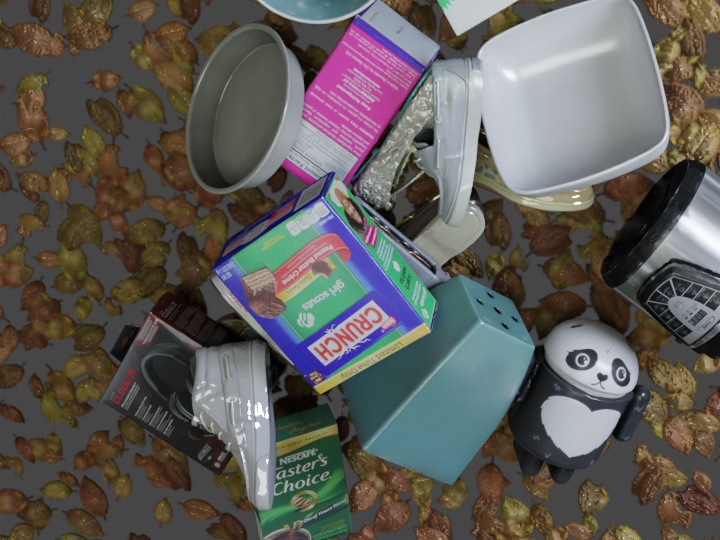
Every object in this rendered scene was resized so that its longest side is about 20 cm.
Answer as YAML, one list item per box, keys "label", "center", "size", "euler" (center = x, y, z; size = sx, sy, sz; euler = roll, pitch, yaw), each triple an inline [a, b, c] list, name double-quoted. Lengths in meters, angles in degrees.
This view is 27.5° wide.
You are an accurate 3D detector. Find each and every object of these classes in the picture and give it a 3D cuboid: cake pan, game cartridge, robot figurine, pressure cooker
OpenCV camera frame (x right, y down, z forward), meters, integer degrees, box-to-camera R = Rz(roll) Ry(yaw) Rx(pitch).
- label: "cake pan"
  center: [-0.131, -0.183, 1.696]
  size: [0.037, 0.201, 0.201]
  euler: [14, 122, -39]
- label: "game cartridge"
  center: [0.000, 0.000, 1.723]
  size: [0.200, 0.042, 0.133]
  euler: [38, 115, -23]
- label: "robot figurine"
  center: [0.250, 0.154, 1.746]
  size: [0.125, 0.150, 0.201]
  euler: [39, 119, 32]
- label: "pressure cooker"
  center: [0.390, -0.004, 1.627]
  size: [0.199, 0.176, 0.179]
  euler: [37, 90, -3]

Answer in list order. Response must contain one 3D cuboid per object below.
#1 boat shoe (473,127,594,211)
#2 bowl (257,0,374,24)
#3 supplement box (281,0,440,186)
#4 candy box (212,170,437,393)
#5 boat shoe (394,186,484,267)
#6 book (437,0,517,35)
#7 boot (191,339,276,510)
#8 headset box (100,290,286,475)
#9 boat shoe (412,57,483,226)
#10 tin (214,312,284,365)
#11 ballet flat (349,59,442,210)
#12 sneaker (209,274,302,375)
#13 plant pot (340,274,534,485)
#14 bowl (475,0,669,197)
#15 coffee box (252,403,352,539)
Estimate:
- label: "boat shoe"
  center: [0.175, -0.121, 1.688]
  size: [0.198, 0.073, 0.063]
  euler: [17, 116, 8]
- label: "bowl"
  center: [-0.042, -0.382, 1.624]
  size: [0.199, 0.105, 0.202]
  euler: [5, 112, 12]
- label: "supplement box"
  center: [-0.009, -0.195, 1.689]
  size: [0.103, 0.101, 0.200]
  euler: [36, 115, -3]
- label: "candy box"
  center: [-0.038, 0.018, 1.658]
  size: [0.169, 0.077, 0.200]
  euler: [-32, 110, 26]
- label: "boat shoe"
  center: [0.064, -0.030, 1.758]
  size: [0.200, 0.060, 0.072]
  euler: [-37, 118, 25]
- label: "book"
  center: [0.160, -0.367, 1.618]
  size: [0.199, 0.048, 0.134]
  euler: [-28, 98, 23]
- label: "boot"
  center: [-0.152, 0.185, 1.748]
  size: [0.095, 0.074, 0.202]
  euler: [-4, 78, 3]
- label: "headset box"
  center: [-0.217, 0.135, 1.842]
  size: [0.199, 0.077, 0.149]
  euler: [33, 114, -2]
- label: "boat shoe"
  center: [0.093, -0.142, 1.624]
  size: [0.071, 0.070, 0.202]
  euler: [5, 122, 1]
- label: "tin"
  center: [-0.170, 0.144, 1.894]
  size: [0.111, 0.042, 0.201]
  euler: [27, 114, -2]
- label: "ballet flat"
  center: [0.063, -0.150, 1.685]
  size: [0.072, 0.072, 0.200]
  euler: [35, 121, -1]
- label: "sneaker"
  center: [-0.076, 0.039, 1.803]
  size: [0.121, 0.084, 0.200]
  euler: [-44, 113, 0]
- label: "plant pot"
  center: [0.097, 0.115, 1.714]
  size: [0.141, 0.142, 0.200]
  euler: [25, 117, -31]
- label: "bowl"
  center: [0.236, -0.181, 1.617]
  size: [0.199, 0.075, 0.201]
  euler: [-17, 70, 18]
- label: "coffee box"
  center: [-0.080, 0.268, 1.858]
  size: [0.122, 0.044, 0.201]
  euler: [-15, 129, -12]
